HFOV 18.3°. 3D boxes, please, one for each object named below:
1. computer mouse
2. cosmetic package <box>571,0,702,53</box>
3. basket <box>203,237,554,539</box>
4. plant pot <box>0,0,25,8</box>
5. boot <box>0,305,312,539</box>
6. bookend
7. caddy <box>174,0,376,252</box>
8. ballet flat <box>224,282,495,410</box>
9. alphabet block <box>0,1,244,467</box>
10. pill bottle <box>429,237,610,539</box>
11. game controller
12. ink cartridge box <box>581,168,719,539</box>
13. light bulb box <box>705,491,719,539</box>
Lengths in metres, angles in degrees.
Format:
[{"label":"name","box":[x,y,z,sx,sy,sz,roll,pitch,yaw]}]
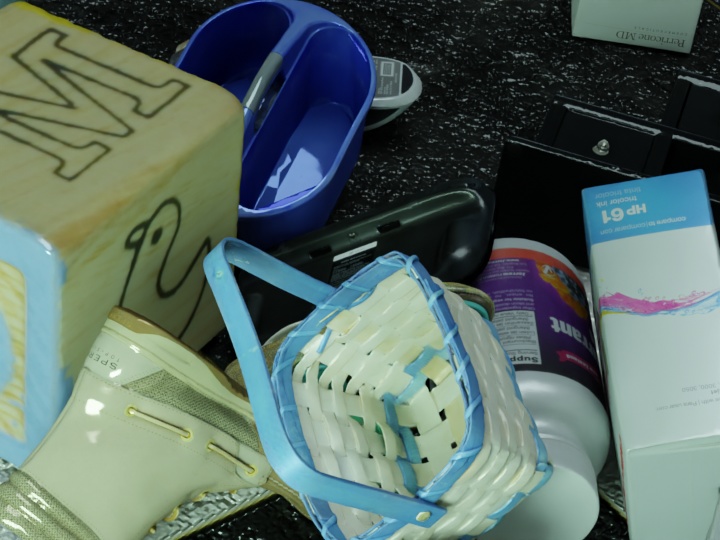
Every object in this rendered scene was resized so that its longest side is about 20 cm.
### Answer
[{"label":"computer mouse","box":[-0.053,-0.132,1.708,0.198,0.044,0.110,5,35,2]},{"label":"cosmetic package","box":[0.240,-0.289,1.832,0.107,0.201,0.085,7,37,0]},{"label":"basket","box":[0.004,0.076,1.277,0.200,0.139,0.177,30,30,-41]},{"label":"plant pot","box":[-0.327,-0.211,1.638,0.199,0.201,0.197,-1,48,-13]},{"label":"boot","box":[-0.115,0.135,1.338,0.073,0.200,0.156,21,73,53]},{"label":"bookend","box":[0.218,-0.085,1.669,0.198,0.093,0.200,17,39,9]},{"label":"caddy","box":[-0.070,-0.104,1.585,0.141,0.105,0.201,19,57,10]},{"label":"ballet flat","box":[-0.008,0.045,1.415,0.199,0.071,0.071,-30,37,18]},{"label":"alphabet block","box":[-0.209,-0.024,1.420,0.196,0.196,0.200,26,43,20]},{"label":"pill bottle","box":[0.100,0.082,1.427,0.111,0.112,0.201,5,40,-7]},{"label":"game controller","box":[0.000,0.000,1.488,0.199,0.042,0.105,-20,41,25]},{"label":"ink cartridge box","box":[0.194,0.062,1.404,0.084,0.145,0.201,-9,53,4]},{"label":"light bulb box","box":[0.269,0.251,1.252,0.199,0.125,0.199,16,39,9]}]
